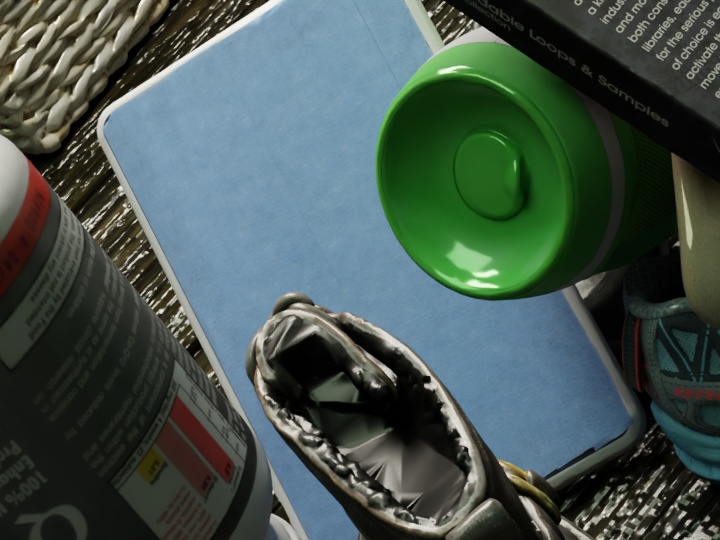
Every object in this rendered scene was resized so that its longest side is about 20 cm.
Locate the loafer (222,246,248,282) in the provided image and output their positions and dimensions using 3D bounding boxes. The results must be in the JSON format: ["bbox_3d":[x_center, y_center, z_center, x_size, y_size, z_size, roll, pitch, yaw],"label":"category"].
[{"bbox_3d":[-0.039,-0.020,0.890,0.068,0.071,0.201,-36,21,6],"label":"loafer"}]

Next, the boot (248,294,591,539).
[{"bbox_3d":[0.024,0.068,0.629,0.069,0.174,0.200,-44,34,-8],"label":"boot"}]

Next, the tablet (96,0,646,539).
[{"bbox_3d":[0.000,0.000,0.772,0.130,0.014,0.201,-31,79,14],"label":"tablet"}]

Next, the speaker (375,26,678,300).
[{"bbox_3d":[0.089,-0.055,0.735,0.088,0.089,0.200,-8,13,38],"label":"speaker"}]

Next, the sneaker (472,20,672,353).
[{"bbox_3d":[0.066,-0.044,0.827,0.075,0.079,0.201,-24,37,20],"label":"sneaker"}]

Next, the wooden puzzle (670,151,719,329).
[{"bbox_3d":[0.181,-0.085,0.656,0.183,0.037,0.202,-2,72,1],"label":"wooden puzzle"}]

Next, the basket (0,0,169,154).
[{"bbox_3d":[-0.214,-0.182,1.189,0.199,0.161,0.199,8,55,47],"label":"basket"}]

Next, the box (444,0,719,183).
[{"bbox_3d":[0.094,-0.115,0.638,0.199,0.036,0.143,36,72,15],"label":"box"}]

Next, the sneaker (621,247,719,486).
[{"bbox_3d":[0.163,-0.025,0.691,0.200,0.096,0.079,-44,34,-8],"label":"sneaker"}]

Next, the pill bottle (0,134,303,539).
[{"bbox_3d":[-0.099,0.063,0.706,0.115,0.200,0.116,-28,29,18],"label":"pill bottle"}]
